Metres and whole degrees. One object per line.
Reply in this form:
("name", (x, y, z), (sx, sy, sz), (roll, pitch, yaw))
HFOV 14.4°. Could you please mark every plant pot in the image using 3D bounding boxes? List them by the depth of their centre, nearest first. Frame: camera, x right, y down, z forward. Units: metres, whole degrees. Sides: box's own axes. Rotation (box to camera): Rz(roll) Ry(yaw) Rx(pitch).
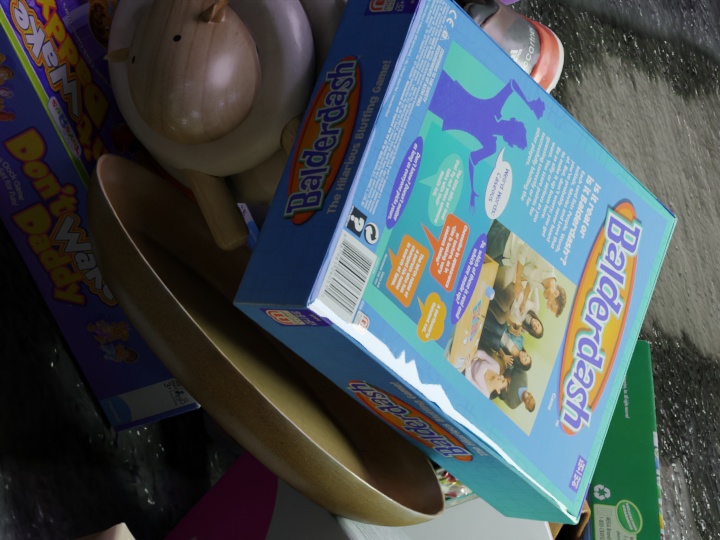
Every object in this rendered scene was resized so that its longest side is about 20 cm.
("plant pot", (-0.044, 0.034, 1.156), (0.200, 0.027, 0.200), (45, 10, -10))

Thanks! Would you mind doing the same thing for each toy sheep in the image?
("toy sheep", (-0.037, -0.088, 1.224), (0.200, 0.137, 0.139), (-20, 92, -65))

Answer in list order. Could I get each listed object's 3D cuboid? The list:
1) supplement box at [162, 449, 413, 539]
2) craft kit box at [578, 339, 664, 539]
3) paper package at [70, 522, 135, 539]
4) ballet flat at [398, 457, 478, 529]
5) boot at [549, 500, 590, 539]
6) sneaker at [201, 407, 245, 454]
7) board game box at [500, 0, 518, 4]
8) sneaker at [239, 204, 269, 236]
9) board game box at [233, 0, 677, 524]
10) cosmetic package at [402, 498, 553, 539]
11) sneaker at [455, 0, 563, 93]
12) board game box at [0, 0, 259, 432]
("supplement box", (0.007, 0.173, 1.207), (0.200, 0.101, 0.103), (41, 4, -37))
("craft kit box", (0.116, 0.171, 1.502), (0.198, 0.048, 0.201), (109, -14, -51))
("paper package", (-0.097, 0.225, 1.003), (0.201, 0.103, 0.191), (60, 25, -31))
("ballet flat", (0.017, 0.078, 1.283), (0.076, 0.199, 0.064), (49, -23, 52))
("boot", (0.057, 0.043, 1.422), (0.201, 0.068, 0.189), (65, -27, 28))
("sneaker", (0.000, 0.000, 1.314), (0.071, 0.200, 0.080), (38, 15, -26))
("board game box", (0.007, -0.226, 1.566), (0.032, 0.119, 0.201), (-53, 124, -73))
("sneaker", (-0.022, 0.014, 1.389), (0.073, 0.071, 0.201), (-85, 154, -59))
("board game box", (0.045, -0.005, 1.191), (0.200, 0.045, 0.153), (40, 62, -41))
("cosmetic package", (0.049, 0.185, 1.355), (0.085, 0.107, 0.201), (168, -96, -81))
("sneaker", (0.023, -0.133, 1.480), (0.082, 0.200, 0.077), (37, 77, -35))
("board game box", (-0.114, -0.051, 1.243), (0.201, 0.045, 0.135), (64, 23, -22))
